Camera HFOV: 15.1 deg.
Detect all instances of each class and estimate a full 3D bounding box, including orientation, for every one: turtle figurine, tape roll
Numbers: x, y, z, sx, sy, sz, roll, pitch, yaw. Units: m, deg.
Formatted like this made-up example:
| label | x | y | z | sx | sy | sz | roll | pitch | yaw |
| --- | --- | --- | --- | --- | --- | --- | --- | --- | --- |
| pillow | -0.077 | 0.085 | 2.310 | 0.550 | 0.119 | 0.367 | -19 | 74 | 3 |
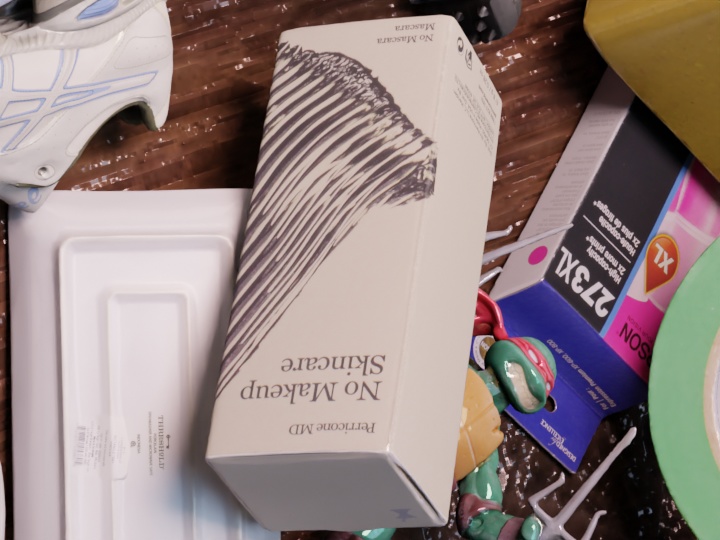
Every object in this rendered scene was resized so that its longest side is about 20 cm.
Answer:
| label | x | y | z | sx | sy | sz | roll | pitch | yaw |
| --- | --- | --- | --- | --- | --- | --- | --- | --- | --- |
| turtle figurine | 0.029 | 0.075 | 1.149 | 0.200 | 0.101 | 0.150 | -35 | 93 | -17 |
| tape roll | 0.231 | 0.058 | 1.216 | 0.048 | 0.200 | 0.201 | 11 | 80 | -74 |

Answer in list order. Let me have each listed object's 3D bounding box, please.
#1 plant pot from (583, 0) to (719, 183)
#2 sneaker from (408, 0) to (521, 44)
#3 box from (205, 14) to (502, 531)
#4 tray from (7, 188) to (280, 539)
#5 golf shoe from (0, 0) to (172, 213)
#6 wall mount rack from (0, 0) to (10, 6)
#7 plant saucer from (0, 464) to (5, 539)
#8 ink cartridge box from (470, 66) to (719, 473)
| label | x | y | z | sx | sy | sz | roll | pitch | yaw |
| --- | --- | --- | --- | --- | --- | --- | --- | --- | --- |
| plant pot | 0.255 | -0.148 | 1.250 | 0.194 | 0.200 | 0.196 | 43 | 49 | -31 |
| sneaker | 0.031 | -0.197 | 1.176 | 0.090 | 0.066 | 0.200 | -42 | 112 | -30 |
| box | 0.000 | 0.000 | 1.074 | 0.068 | 0.082 | 0.200 | 56 | 35 | -53 |
| tray | -0.084 | 0.067 | 1.070 | 0.107 | 0.022 | 0.200 | -1 | 86 | -11 |
| golf shoe | -0.146 | -0.056 | 1.026 | 0.200 | 0.078 | 0.097 | -30 | 121 | -30 |
| wall mount rack | -0.159 | -0.109 | 0.951 | 0.200 | 0.174 | 0.075 | -36 | 139 | -34 |
| plant saucer | -0.224 | 0.092 | 0.970 | 0.200 | 0.050 | 0.200 | 2 | 87 | -39 |
| ink cartridge box | 0.123 | -0.012 | 1.271 | 0.095 | 0.037 | 0.200 | 43 | 65 | -31 |
